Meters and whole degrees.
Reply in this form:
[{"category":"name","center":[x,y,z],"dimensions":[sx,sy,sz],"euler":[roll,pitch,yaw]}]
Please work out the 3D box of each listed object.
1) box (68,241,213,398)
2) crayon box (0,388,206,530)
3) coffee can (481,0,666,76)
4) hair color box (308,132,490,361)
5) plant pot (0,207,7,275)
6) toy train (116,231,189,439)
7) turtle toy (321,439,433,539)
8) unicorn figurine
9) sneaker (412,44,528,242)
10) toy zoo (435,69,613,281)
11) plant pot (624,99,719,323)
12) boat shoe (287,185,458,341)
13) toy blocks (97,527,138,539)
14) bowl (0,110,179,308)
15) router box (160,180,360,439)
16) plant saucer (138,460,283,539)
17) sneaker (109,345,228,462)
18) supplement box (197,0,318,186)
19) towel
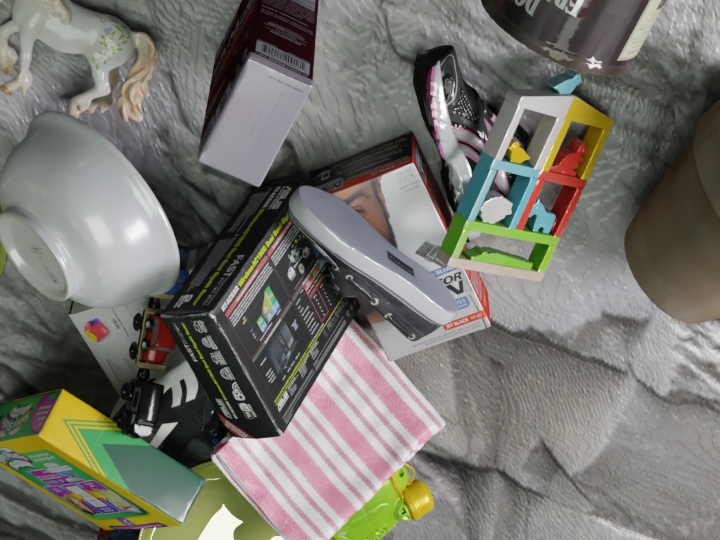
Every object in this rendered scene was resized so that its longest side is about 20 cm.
[{"category":"box","center":[-0.164,0.060,1.716],"dimensions":[0.199,0.041,0.156],"euler":[-21,120,11]},{"category":"crayon box","center":[-0.274,0.192,1.725],"dimensions":[0.172,0.058,0.200],"euler":[37,155,-21]},{"category":"coffee can","center":[0.206,-0.285,1.437],"dimensions":[0.146,0.147,0.200],"euler":[19,120,-12]},{"category":"hair color box","center":[0.039,-0.019,1.654],"dimensions":[0.111,0.064,0.200],"euler":[-20,119,13]},{"category":"plant pot","center":[-0.439,0.014,1.599],"dimensions":[0.200,0.184,0.201],"euler":[-1,123,-1]},{"category":"toy train","center":[-0.195,0.061,1.634],"dimensions":[0.034,0.046,0.201],"euler":[12,87,-38]},{"category":"turtle toy","center":[-0.022,0.203,1.772],"dimensions":[0.145,0.101,0.200],"euler":[-28,119,-10]},{"category":"unicorn figurine","center":[-0.272,-0.211,1.532],"dimensions":[0.199,0.074,0.138],"euler":[13,123,-28]},{"category":"sneaker","center":[0.108,-0.127,1.590],"dimensions":[0.086,0.080,0.200],"euler":[-21,129,-2]},{"category":"toy zoo","center":[0.157,-0.089,1.580],"dimensions":[0.131,0.020,0.200],"euler":[9,111,-42]},{"category":"plant pot","center":[0.342,-0.041,1.584],"dimensions":[0.200,0.200,0.173],"euler":[32,132,-19]},{"category":"boat shoe","center":[0.000,0.000,1.595],"dimensions":[0.200,0.070,0.066],"euler":[35,116,-28]},{"category":"toy blocks","center":[-0.248,0.350,1.820],"dimensions":[0.100,0.200,0.137],"euler":[-28,108,33]},{"category":"bowl","center":[-0.264,-0.037,1.558],"dimensions":[0.201,0.090,0.201],"euler":[34,147,26]},{"category":"router box","center":[-0.087,0.035,1.602],"dimensions":[0.062,0.200,0.150],"euler":[-4,126,33]},{"category":"plant saucer","center":[-0.145,0.299,1.816],"dimensions":[0.199,0.031,0.201],"euler":[2,85,-26]},{"category":"sneaker","center":[-0.148,0.116,1.693],"dimensions":[0.112,0.073,0.200],"euler":[33,125,-23]},{"category":"supplement box","center":[-0.085,-0.172,1.473],"dimensions":[0.061,0.200,0.109],"euler":[23,119,-13]},{"category":"towel","center":[-0.030,0.165,1.694],"dimensions":[0.200,0.030,0.146],"euler":[-43,94,-9]}]
